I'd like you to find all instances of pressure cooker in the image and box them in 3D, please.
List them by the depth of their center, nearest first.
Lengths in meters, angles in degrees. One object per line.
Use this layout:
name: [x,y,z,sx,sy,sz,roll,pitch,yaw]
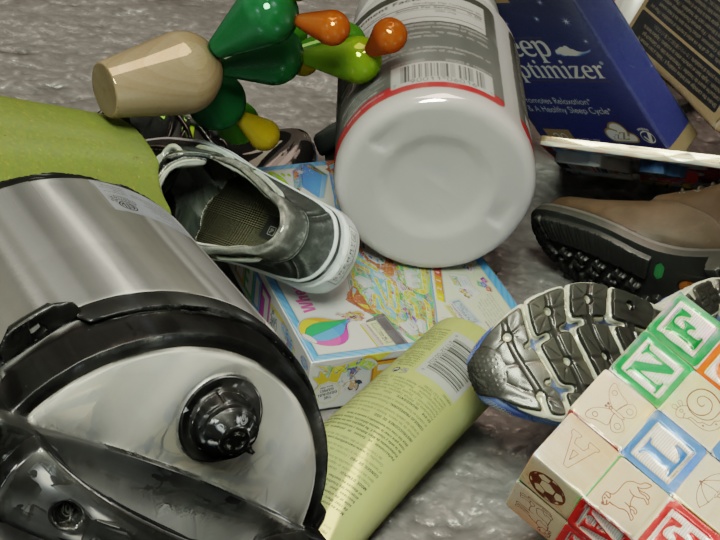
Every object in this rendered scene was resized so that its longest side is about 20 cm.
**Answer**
pressure cooker: [-0.113,0.068,0.728,0.176,0.179,0.200,-18,34,-22]

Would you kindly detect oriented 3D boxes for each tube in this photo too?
tube: [-0.001,0.094,0.845,0.058,0.052,0.200,-28,9,48]

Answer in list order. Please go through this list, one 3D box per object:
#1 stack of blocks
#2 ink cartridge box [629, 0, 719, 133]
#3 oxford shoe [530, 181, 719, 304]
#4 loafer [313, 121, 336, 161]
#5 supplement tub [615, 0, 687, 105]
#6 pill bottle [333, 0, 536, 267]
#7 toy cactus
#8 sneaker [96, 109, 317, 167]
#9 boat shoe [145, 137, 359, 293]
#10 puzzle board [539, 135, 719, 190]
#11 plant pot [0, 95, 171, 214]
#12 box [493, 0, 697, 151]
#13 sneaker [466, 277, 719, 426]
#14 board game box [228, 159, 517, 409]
stack of blocks: [0.176,0.068,0.797,0.115,0.059,0.200,40,62,14]
ink cartridge box: [0.295,-0.115,1.152,0.200,0.075,0.165,25,19,-25]
oxford shoe: [0.193,-0.016,1.011,0.200,0.073,0.084,15,54,37]
loafer: [0.054,-0.089,1.181,0.200,0.063,0.072,-19,-4,-39]
supplement tub: [0.187,-0.220,1.338,0.140,0.140,0.200,-17,36,-34]
pill bottle: [0.042,-0.101,1.030,0.114,0.114,0.200,4,33,-2]
toy cactus: [-0.068,-0.125,0.947,0.165,0.102,0.200,-17,-6,-30]
sneaker: [-0.120,-0.071,1.080,0.200,0.083,0.071,-3,31,-19]
boat shoe: [-0.088,-0.043,0.961,0.200,0.072,0.071,15,-11,40]
puzzle board: [0.197,-0.064,1.105,0.151,0.017,0.200,7,1,10]
plant pot: [-0.208,-0.019,0.900,0.190,0.200,0.200,-4,28,-43]
box: [0.124,-0.154,1.119,0.032,0.200,0.121,-50,31,-21]
sneaker: [0.126,0.053,0.899,0.200,0.089,0.079,-1,69,-42]
board game box: [0.000,0.000,1.006,0.134,0.034,0.200,-6,36,-20]
